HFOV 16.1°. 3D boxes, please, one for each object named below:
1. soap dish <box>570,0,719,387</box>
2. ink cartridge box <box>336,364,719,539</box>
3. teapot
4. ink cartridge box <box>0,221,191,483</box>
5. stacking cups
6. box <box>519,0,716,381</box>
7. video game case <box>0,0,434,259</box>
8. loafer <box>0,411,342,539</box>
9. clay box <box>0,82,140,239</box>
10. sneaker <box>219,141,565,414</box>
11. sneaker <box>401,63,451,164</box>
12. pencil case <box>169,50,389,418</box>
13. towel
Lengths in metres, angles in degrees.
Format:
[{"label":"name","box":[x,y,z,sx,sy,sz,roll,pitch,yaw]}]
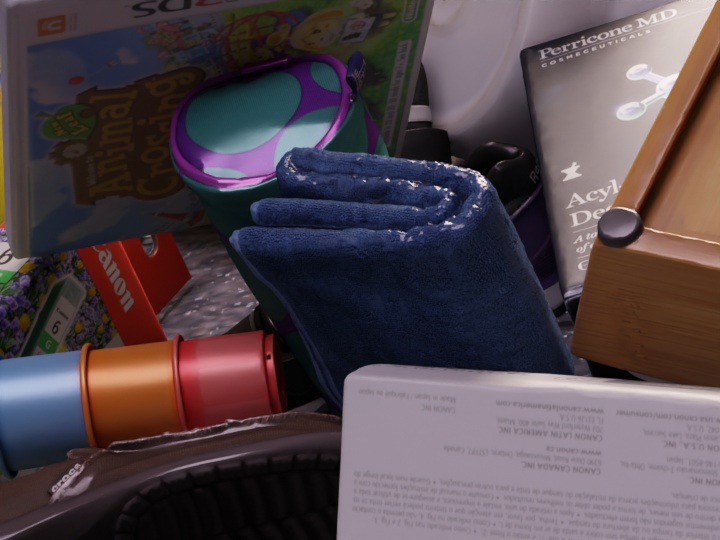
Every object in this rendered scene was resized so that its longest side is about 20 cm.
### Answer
[{"label":"soap dish","box":[0.182,-0.041,0.944,0.157,0.081,0.201,13,61,30]},{"label":"ink cartridge box","box":[0.066,0.138,0.895,0.162,0.201,0.057,3,4,29]},{"label":"teapot","box":[0.100,-0.143,1.267,0.145,0.197,0.201,2,61,-30]},{"label":"ink cartridge box","box":[-0.136,0.028,1.194,0.050,0.109,0.200,6,43,37]},{"label":"stacking cups","box":[-0.131,0.055,1.069,0.199,0.061,0.061,-10,34,1]},{"label":"box","box":[0.160,-0.026,1.098,0.148,0.107,0.200,-17,33,9]},{"label":"video game case","box":[-0.062,-0.077,1.082,0.181,0.200,0.022,-11,63,-13]},{"label":"loafer","box":[-0.087,0.089,0.974,0.199,0.073,0.071,-13,35,3]},{"label":"clay box","box":[-0.171,-0.067,1.264,0.047,0.201,0.115,9,44,26]},{"label":"sneaker","box":[-0.003,0.001,1.173,0.199,0.088,0.076,-24,33,-3]},{"label":"sneaker","box":[-0.037,-0.035,1.262,0.073,0.112,0.200,-1,-20,-42]},{"label":"pencil case","box":[0.000,0.000,1.071,0.085,0.200,0.093,-9,41,26]},{"label":"towel","box":[0.034,0.043,0.988,0.111,0.200,0.049,6,47,35]}]
